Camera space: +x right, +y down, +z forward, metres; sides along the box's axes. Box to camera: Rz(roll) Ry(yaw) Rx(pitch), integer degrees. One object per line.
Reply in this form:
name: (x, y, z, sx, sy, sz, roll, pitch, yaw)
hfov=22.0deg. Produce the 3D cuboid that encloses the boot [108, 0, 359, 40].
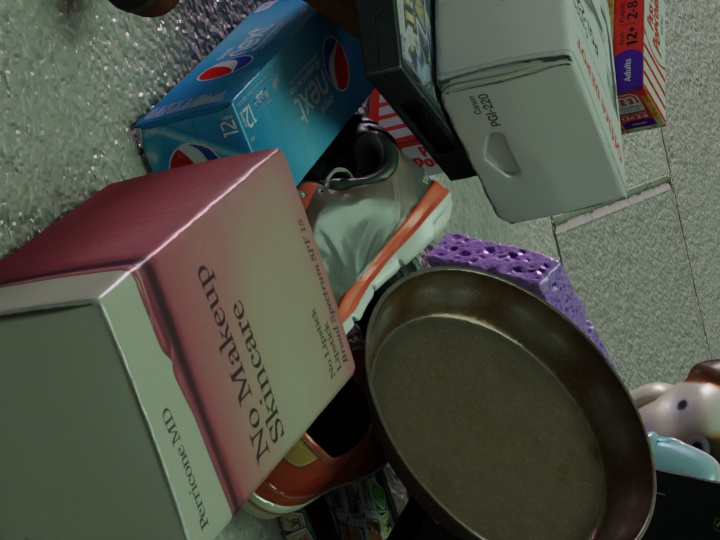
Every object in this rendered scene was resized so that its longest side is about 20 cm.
boot: (-0.060, -0.170, 1.021, 0.200, 0.068, 0.188, 34, 31, -38)

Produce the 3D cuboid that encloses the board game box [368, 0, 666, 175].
board game box: (0.106, -0.149, 1.256, 0.046, 0.200, 0.152, 48, 39, -47)

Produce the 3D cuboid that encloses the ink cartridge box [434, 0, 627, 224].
ink cartridge box: (0.102, -0.152, 1.126, 0.146, 0.085, 0.200, 58, 28, -51)

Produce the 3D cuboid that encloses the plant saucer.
plant saucer: (0.080, 0.088, 1.053, 0.200, 0.034, 0.200, 22, 44, -22)

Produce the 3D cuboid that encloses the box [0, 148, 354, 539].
box: (-0.099, 0.040, 0.855, 0.200, 0.109, 0.128, -48, 124, -60)

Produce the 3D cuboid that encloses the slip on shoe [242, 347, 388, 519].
slip on shoe: (-0.012, 0.082, 1.055, 0.074, 0.061, 0.200, 47, 26, 9)

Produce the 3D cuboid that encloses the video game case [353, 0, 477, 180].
video game case: (0.028, -0.174, 1.078, 0.181, 0.025, 0.200, 42, 39, -67)

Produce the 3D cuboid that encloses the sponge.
sponge: (0.131, 0.060, 1.329, 0.030, 0.112, 0.200, -49, 129, -24)

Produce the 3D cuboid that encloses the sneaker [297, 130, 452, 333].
sneaker: (-0.033, -0.005, 1.037, 0.082, 0.077, 0.200, 51, 54, -11)

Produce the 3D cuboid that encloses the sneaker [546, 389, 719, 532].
sneaker: (0.124, 0.110, 1.139, 0.082, 0.200, 0.074, 73, 31, -53)

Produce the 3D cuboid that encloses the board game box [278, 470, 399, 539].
board game box: (0.008, 0.202, 1.115, 0.105, 0.023, 0.200, -48, 123, -61)

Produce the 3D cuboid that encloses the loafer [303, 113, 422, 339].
loafer: (0.000, 0.000, 1.145, 0.070, 0.068, 0.201, -29, 123, -23)

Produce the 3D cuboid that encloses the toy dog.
toy dog: (0.263, 0.151, 1.431, 0.200, 0.194, 0.140, 81, 12, -68)

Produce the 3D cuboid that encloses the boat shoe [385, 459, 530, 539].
boat shoe: (0.014, 0.172, 1.040, 0.066, 0.075, 0.199, 44, 72, -5)

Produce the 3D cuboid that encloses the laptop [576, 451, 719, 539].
laptop: (0.122, 0.216, 1.083, 0.103, 0.177, 0.200, -59, 160, -77)

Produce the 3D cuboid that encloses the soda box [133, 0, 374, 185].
soda box: (-0.053, -0.098, 1.060, 0.068, 0.064, 0.200, 69, 27, -21)
